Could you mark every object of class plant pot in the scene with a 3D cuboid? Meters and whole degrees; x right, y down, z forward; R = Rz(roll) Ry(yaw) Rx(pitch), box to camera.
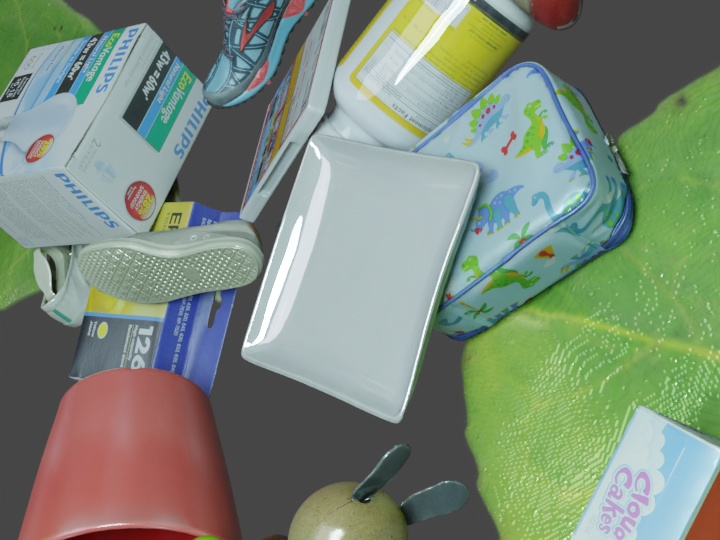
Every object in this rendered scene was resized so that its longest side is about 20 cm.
[{"bbox_3d":[-0.202,0.197,1.083,0.200,0.200,0.178,-34,42,29],"label":"plant pot"}]

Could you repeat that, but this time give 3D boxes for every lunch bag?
[{"bbox_3d":[0.106,-0.055,0.954,0.200,0.082,0.161,-39,52,26],"label":"lunch bag"}]

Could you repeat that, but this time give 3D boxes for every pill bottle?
[{"bbox_3d":[0.046,-0.169,1.038,0.200,0.112,0.112,-50,46,17],"label":"pill bottle"}]

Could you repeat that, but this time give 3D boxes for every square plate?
[{"bbox_3d":[0.000,0.000,0.959,0.198,0.028,0.200,17,88,47],"label":"square plate"}]

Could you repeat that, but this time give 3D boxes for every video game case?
[{"bbox_3d":[-0.061,-0.149,1.117,0.200,0.017,0.143,131,154,-56],"label":"video game case"}]

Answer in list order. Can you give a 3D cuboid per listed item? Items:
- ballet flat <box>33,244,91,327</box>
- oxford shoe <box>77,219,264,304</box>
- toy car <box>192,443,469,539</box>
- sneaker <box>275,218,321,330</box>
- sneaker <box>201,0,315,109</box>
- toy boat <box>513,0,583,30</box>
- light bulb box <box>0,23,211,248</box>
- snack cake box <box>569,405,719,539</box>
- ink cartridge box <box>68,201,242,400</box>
[{"bbox_3d":[-0.342,-0.029,1.385,0.069,0.069,0.200,-34,52,29],"label":"ballet flat"},{"bbox_3d":[-0.182,-0.012,1.190,0.200,0.075,0.058,-5,36,19],"label":"oxford shoe"},{"bbox_3d":[-0.006,0.222,0.905,0.200,0.164,0.158,-46,46,3],"label":"toy car"},{"bbox_3d":[-0.006,0.002,1.049,0.091,0.076,0.200,-40,52,16],"label":"sneaker"},{"bbox_3d":[-0.119,-0.264,1.247,0.079,0.095,0.200,40,101,46],"label":"sneaker"},{"bbox_3d":[0.203,-0.273,0.942,0.131,0.130,0.200,36,96,14],"label":"toy boat"},{"bbox_3d":[-0.295,-0.140,1.300,0.200,0.125,0.199,-3,54,38],"label":"light bulb box"},{"bbox_3d":[0.179,0.195,0.755,0.067,0.115,0.200,29,94,46],"label":"snack cake box"},{"bbox_3d":[-0.210,0.027,1.252,0.200,0.047,0.198,0,73,46],"label":"ink cartridge box"}]
